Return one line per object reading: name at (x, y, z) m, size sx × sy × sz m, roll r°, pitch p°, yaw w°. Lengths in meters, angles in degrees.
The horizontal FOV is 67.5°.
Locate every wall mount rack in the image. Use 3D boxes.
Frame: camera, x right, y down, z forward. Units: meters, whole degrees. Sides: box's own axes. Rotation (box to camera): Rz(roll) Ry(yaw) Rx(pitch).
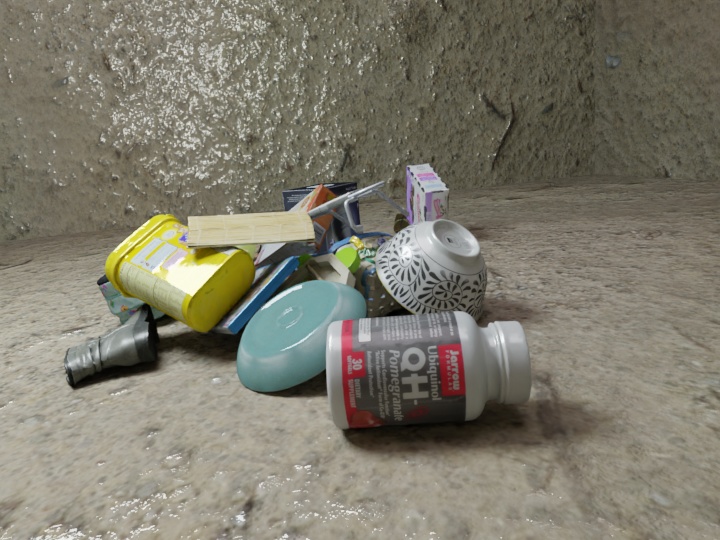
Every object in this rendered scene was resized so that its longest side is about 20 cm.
wall mount rack at (-0.013, -0.095, 0.952) m, size 0.198 × 0.076 × 0.173 m, roll -17°, pitch 6°, yaw 38°

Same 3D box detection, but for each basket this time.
basket at (0.000, 0.000, 0.964) m, size 0.175 × 0.141 × 0.199 m, roll -16°, pitch 25°, yaw -41°

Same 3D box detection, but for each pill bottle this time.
pill bottle at (0.067, 0.101, 0.558) m, size 0.197 × 0.113 × 0.111 m, roll -5°, pitch 13°, yaw 4°

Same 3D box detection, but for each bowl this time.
bowl at (0.130, -0.016, 0.854) m, size 0.198 × 0.095 × 0.202 m, roll 17°, pitch 39°, yaw -14°

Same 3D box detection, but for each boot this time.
boot at (-0.386, 0.108, 0.836) m, size 0.129 × 0.069 × 0.200 m, roll -15°, pitch 14°, yaw -16°

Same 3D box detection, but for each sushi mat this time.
sushi mat at (-0.173, -0.065, 0.853) m, size 0.197 × 0.012 × 0.096 m, roll -4°, pitch 33°, yaw -12°

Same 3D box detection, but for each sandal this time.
sandal at (0.159, -0.147, 1.728) m, size 0.053 × 0.082 × 0.200 m, roll 13°, pitch 3°, yaw -16°

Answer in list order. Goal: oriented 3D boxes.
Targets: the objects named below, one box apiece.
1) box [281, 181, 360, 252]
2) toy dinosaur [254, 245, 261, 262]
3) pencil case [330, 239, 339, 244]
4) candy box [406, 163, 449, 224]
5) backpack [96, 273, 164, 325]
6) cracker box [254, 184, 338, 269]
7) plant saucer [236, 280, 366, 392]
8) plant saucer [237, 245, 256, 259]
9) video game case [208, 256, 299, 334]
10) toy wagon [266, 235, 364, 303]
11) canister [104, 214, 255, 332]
box at (-0.089, -0.115, 1.369) m, size 0.122 × 0.202 × 0.200 m, roll 2°, pitch 15°, yaw 26°
toy dinosaur at (-0.261, -0.016, 1.291) m, size 0.134 × 0.087 × 0.198 m, roll -8°, pitch 17°, yaw -44°
pencil case at (0.031, -0.037, 1.235) m, size 0.197 × 0.086 × 0.093 m, roll -6°, pitch 40°, yaw -4°
candy box at (0.186, -0.184, 1.516) m, size 0.070 × 0.170 × 0.201 m, roll -7°, pitch 31°, yaw -7°
backpack at (-0.415, 0.024, 1.053) m, size 0.165 × 0.128 × 0.200 m, roll -27°, pitch 13°, yaw 5°
cracker box at (-0.132, -0.073, 1.103) m, size 0.199 × 0.057 × 0.135 m, roll -27°, pitch 34°, yaw 49°
plant saucer at (-0.088, 0.073, 0.723) m, size 0.198 × 0.036 × 0.201 m, roll -22°, pitch 29°, yaw 13°
plant saucer at (-0.276, 0.005, 1.015) m, size 0.199 × 0.031 × 0.202 m, roll -31°, pitch 35°, yaw 25°
video game case at (-0.179, 0.042, 0.861) m, size 0.143 × 0.018 × 0.199 m, roll -50°, pitch 16°, yaw -21°
toy wagon at (-0.065, 0.029, 0.841) m, size 0.200 × 0.040 × 0.155 m, roll -42°, pitch 40°, yaw -5°
canister at (-0.282, 0.001, 0.852) m, size 0.198 × 0.087 × 0.149 m, roll 20°, pitch 55°, yaw 30°
